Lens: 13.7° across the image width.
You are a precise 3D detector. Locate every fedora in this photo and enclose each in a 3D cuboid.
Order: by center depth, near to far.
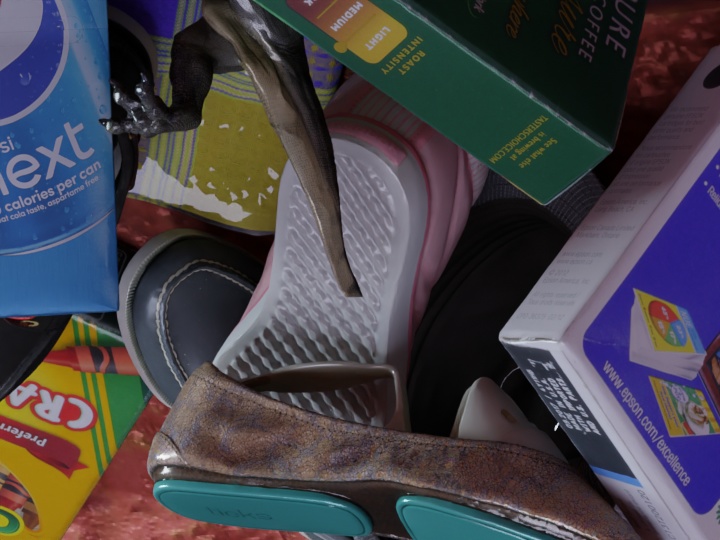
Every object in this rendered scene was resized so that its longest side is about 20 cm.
[{"bbox_3d":[0.076,0.048,1.176,0.090,0.177,0.200,9,127,-37],"label":"fedora"}]

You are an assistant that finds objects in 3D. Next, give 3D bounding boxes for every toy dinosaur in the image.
[{"bbox_3d":[-0.049,-0.086,1.031,0.088,0.200,0.047,-6,170,-42],"label":"toy dinosaur"}]

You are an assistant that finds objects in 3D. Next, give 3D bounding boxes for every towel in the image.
[{"bbox_3d":[-0.074,-0.097,1.152,0.143,0.023,0.200,19,137,-1],"label":"towel"}]

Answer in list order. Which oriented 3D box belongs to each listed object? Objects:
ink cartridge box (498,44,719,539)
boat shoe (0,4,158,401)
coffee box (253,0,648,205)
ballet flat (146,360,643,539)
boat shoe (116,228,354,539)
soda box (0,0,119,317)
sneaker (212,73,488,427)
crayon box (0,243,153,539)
[{"bbox_3d":[0.161,0.019,1.093,0.043,0.200,0.198,11,145,50],"label":"ink cartridge box"},{"bbox_3d":[-0.137,-0.013,1.173,0.074,0.063,0.202,23,127,-8],"label":"boat shoe"},{"bbox_3d":[0.009,-0.122,1.027,0.200,0.123,0.044,33,133,-17],"label":"coffee box"},{"bbox_3d":[0.019,0.068,1.088,0.200,0.067,0.068,11,156,16],"label":"ballet flat"},{"bbox_3d":[-0.029,0.056,1.244,0.062,0.073,0.200,28,161,47],"label":"boat shoe"},{"bbox_3d":[-0.122,-0.087,1.054,0.064,0.068,0.200,-4,99,-9],"label":"soda box"},{"bbox_3d":[0.000,0.000,1.158,0.075,0.105,0.200,24,132,8],"label":"sneaker"},{"bbox_3d":[-0.165,0.052,1.312,0.127,0.051,0.200,25,137,-8],"label":"crayon box"}]
